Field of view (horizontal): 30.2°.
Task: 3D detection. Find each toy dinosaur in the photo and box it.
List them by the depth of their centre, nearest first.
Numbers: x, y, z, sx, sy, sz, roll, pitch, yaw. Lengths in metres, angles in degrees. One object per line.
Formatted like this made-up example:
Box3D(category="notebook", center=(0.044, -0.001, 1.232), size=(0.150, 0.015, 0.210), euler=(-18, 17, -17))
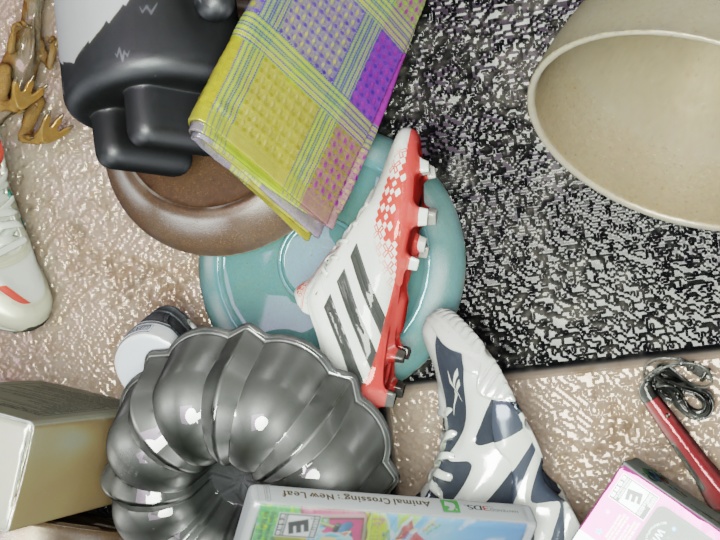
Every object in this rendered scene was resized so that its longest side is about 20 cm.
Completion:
Box3D(category="toy dinosaur", center=(-0.268, -0.129, 1.010), size=(0.106, 0.060, 0.200), euler=(40, 103, 44))

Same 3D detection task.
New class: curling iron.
Box3D(category="curling iron", center=(0.248, 0.144, 0.880), size=(0.050, 0.026, 0.200), euler=(-30, 81, 13))

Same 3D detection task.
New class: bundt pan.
Box3D(category="bundt pan", center=(-0.080, 0.141, 0.868), size=(0.202, 0.076, 0.202), euler=(5, 114, 12))

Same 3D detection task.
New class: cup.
Box3D(category="cup", center=(0.221, -0.138, 0.831), size=(0.200, 0.200, 0.143), euler=(17, 67, 13))

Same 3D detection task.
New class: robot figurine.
Box3D(category="robot figurine", center=(-0.145, -0.167, 0.897), size=(0.150, 0.125, 0.200), euler=(-10, 76, 9))

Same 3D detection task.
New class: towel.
Box3D(category="towel", center=(-0.032, -0.136, 0.883), size=(0.023, 0.144, 0.200), euler=(7, 68, 43))

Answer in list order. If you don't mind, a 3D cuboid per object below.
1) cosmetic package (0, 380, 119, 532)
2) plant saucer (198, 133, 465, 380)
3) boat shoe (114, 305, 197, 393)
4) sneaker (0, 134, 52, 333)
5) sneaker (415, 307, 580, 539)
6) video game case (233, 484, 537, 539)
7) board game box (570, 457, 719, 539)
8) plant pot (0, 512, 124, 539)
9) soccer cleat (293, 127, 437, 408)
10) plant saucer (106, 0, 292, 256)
Box3D(category="cosmetic package", center=(-0.228, 0.121, 0.905), size=(0.105, 0.200, 0.071), euler=(12, 89, 15))
Box3D(category="plant saucer", center=(-0.025, -0.006, 0.953), size=(0.200, 0.027, 0.200), euler=(0, 88, 13))
Box3D(category="boat shoe", center=(-0.102, 0.116, 0.944), size=(0.072, 0.068, 0.200), euler=(-25, 104, 23))
Box3D(category="sneaker", center=(-0.282, -0.048, 0.964), size=(0.093, 0.070, 0.200), euler=(-32, 92, 41))
Box3D(category="sneaker", center=(0.058, 0.136, 0.898), size=(0.129, 0.079, 0.199), euler=(-27, 92, 2))
Box3D(category="video game case", center=(-0.003, 0.221, 0.850), size=(0.182, 0.022, 0.200), euler=(7, 122, -16))
Box3D(category="board game box", center=(0.205, 0.230, 0.800), size=(0.200, 0.064, 0.148), euler=(34, 94, 17))
Box3D(category="plant pot", center=(-0.246, 0.262, 0.918), size=(0.200, 0.200, 0.199), euler=(9, 81, 14))
Box3D(category="soccer cleat", center=(0.000, 0.000, 0.900), size=(0.085, 0.069, 0.200), euler=(10, 94, 9))
Box3D(category="plant saucer", center=(-0.101, -0.111, 0.955), size=(0.200, 0.032, 0.200), euler=(-3, 78, 17))
